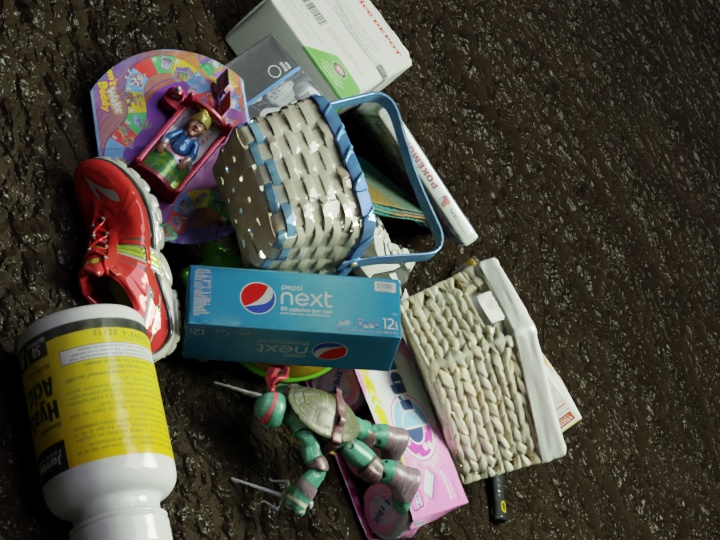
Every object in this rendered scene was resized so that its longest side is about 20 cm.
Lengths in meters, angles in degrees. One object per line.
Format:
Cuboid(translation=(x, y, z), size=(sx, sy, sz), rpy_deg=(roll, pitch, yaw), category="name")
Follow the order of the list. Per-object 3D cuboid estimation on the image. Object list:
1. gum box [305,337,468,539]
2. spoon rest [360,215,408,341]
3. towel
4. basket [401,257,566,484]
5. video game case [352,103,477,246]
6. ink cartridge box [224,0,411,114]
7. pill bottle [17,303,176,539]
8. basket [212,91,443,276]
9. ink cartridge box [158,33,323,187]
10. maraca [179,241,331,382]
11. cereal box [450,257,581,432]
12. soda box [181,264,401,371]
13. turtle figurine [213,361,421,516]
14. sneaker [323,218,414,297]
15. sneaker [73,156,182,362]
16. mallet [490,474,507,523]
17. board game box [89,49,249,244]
Cuboid(translation=(0.028, 0.177, 1.752), size=(0.113, 0.066, 0.202), rpy_deg=(-5, 70, -57), category="gum box")
Cuboid(translation=(0.012, 0.003, 1.872), size=(0.099, 0.060, 0.202), rpy_deg=(-8, 72, -57), category="spoon rest")
Cuboid(translation=(-0.020, -0.101, 1.876), size=(0.146, 0.022, 0.199), rpy_deg=(40, 17, 32), category="towel")
Cuboid(translation=(0.127, 0.113, 1.806), size=(0.136, 0.122, 0.201), rpy_deg=(-116, -175, -51), category="basket")
Cuboid(translation=(0.060, -0.115, 1.968), size=(0.183, 0.023, 0.200), rpy_deg=(56, -4, -9), category="video game case")
Cuboid(translation=(-0.044, -0.254, 1.958), size=(0.147, 0.084, 0.200), rpy_deg=(54, 31, 0), category="ink cartridge box")
Cuboid(translation=(-0.212, 0.139, 1.389), size=(0.111, 0.111, 0.202), rpy_deg=(13, 55, -51), category="pill bottle")
Cuboid(translation=(-0.031, -0.082, 1.609), size=(0.198, 0.139, 0.178), rpy_deg=(-10, 68, -24), category="basket")
Cuboid(translation=(-0.131, -0.148, 1.705), size=(0.100, 0.039, 0.200), rpy_deg=(49, 60, 2), category="ink cartridge box")
Cuboid(translation=(-0.089, 0.038, 1.657), size=(0.198, 0.107, 0.139), rpy_deg=(8, 81, -31), category="maraca")
Cuboid(translation=(0.184, 0.089, 2.028), size=(0.201, 0.039, 0.144), rpy_deg=(52, 8, -15), category="cereal box")
Cuboid(translation=(-0.064, 0.045, 1.568), size=(0.198, 0.068, 0.065), rpy_deg=(5, 58, -8), category="soda box")
Cuboid(translation=(-0.042, 0.159, 1.601), size=(0.198, 0.101, 0.151), rpy_deg=(22, 43, -22), category="turtle figurine")
Cuboid(translation=(0.000, 0.000, 1.755), size=(0.200, 0.066, 0.091), rpy_deg=(33, 65, -61), category="sneaker")
Cuboid(translation=(-0.222, -0.013, 1.532), size=(0.085, 0.077, 0.202), rpy_deg=(-5, 70, -51), category="sneaker")
Cuboid(translation=(0.161, 0.198, 1.966), size=(0.066, 0.041, 0.202), rpy_deg=(25, 51, -48), category="mallet")
Cuboid(translation=(-0.174, -0.127, 1.633), size=(0.156, 0.039, 0.202), rpy_deg=(-4, 74, -21), category="board game box")
